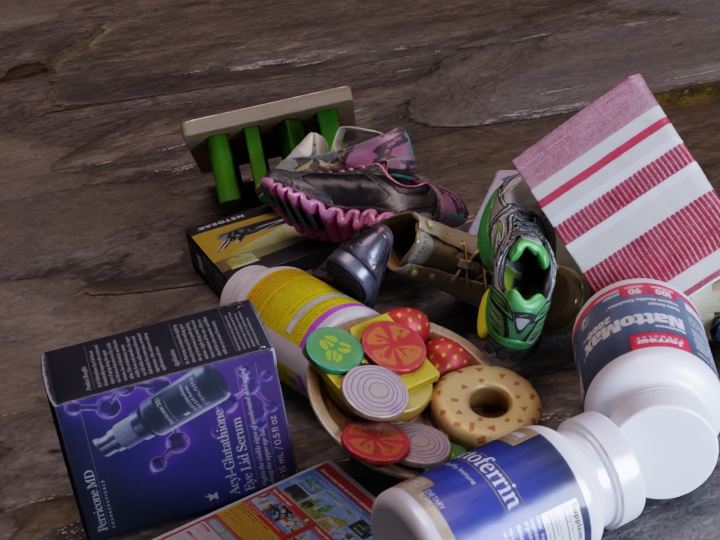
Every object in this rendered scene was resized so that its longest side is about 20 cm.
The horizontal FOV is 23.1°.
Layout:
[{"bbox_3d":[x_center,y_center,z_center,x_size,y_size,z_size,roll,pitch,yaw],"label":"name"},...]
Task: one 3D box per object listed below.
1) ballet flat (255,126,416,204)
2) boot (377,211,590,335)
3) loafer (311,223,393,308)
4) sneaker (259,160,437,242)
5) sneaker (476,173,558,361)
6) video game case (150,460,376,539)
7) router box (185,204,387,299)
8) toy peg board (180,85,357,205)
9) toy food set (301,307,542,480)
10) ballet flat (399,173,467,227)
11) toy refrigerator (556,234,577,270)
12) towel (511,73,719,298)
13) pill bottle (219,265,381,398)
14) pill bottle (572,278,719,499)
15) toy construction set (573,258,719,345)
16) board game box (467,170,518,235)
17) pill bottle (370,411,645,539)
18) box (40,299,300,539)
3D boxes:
[{"bbox_3d":[-0.028,-0.121,1.943,0.199,0.071,0.069,-9,-13,31],"label":"ballet flat"},{"bbox_3d":[0.115,0.000,1.725,0.155,0.073,0.200,21,2,-36],"label":"boot"},{"bbox_3d":[0.000,0.000,1.739,0.063,0.072,0.200,-49,-1,-11],"label":"loafer"},{"bbox_3d":[-0.008,-0.078,1.864,0.199,0.079,0.096,18,65,19],"label":"sneaker"},{"bbox_3d":[0.155,-0.016,1.635,0.078,0.085,0.201,11,49,-9],"label":"sneaker"},{"bbox_3d":[-0.076,0.231,1.480,0.199,0.018,0.143,-22,29,-23],"label":"video game case"},{"bbox_3d":[-0.075,-0.026,1.950,0.199,0.052,0.157,-19,28,-17],"label":"router box"},{"bbox_3d":[-0.096,-0.127,2.090,0.199,0.098,0.199,-12,-9,-1],"label":"toy peg board"},{"bbox_3d":[0.047,0.110,1.566,0.198,0.049,0.200,-21,56,-35],"label":"toy food set"},{"bbox_3d":[0.061,-0.078,1.970,0.071,0.069,0.200,14,8,-26],"label":"ballet flat"},{"bbox_3d":[0.235,-0.080,1.832,0.070,0.076,0.200,4,31,25],"label":"toy refrigerator"},{"bbox_3d":[0.247,-0.059,1.612,0.144,0.200,0.023,-34,-13,18],"label":"towel"},{"bbox_3d":[-0.057,0.058,1.719,0.104,0.105,0.200,-24,30,-26],"label":"pill bottle"},{"bbox_3d":[0.248,0.102,1.511,0.119,0.120,0.200,-7,27,5],"label":"pill bottle"},{"bbox_3d":[0.302,0.008,1.654,0.199,0.132,0.092,0,17,25],"label":"toy construction set"},{"bbox_3d":[0.226,-0.052,1.908,0.199,0.041,0.200,0,29,19],"label":"board game box"},{"bbox_3d":[0.118,0.191,1.386,0.199,0.116,0.116,-22,29,-24],"label":"pill bottle"},{"bbox_3d":[-0.168,0.132,1.565,0.199,0.148,0.104,-16,28,-9],"label":"box"}]
